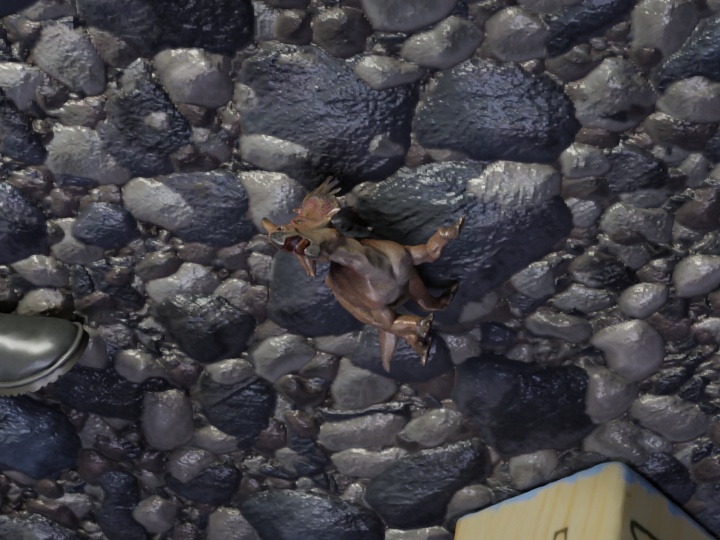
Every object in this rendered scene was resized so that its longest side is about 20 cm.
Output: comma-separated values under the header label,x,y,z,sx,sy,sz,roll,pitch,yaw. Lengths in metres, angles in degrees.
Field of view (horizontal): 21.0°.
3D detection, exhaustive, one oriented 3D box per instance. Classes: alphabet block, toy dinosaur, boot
label,x,y,z,sx,sy,sz,roll,pitch,yaw
alphabet block,0.194,0.314,1.643,0.195,0.201,0.196,38,134,-26
toy dinosaur,0.000,0.000,1.436,0.134,0.086,0.200,19,157,10
boot,-0.338,0.015,1.563,0.180,0.073,0.201,-12,127,24
